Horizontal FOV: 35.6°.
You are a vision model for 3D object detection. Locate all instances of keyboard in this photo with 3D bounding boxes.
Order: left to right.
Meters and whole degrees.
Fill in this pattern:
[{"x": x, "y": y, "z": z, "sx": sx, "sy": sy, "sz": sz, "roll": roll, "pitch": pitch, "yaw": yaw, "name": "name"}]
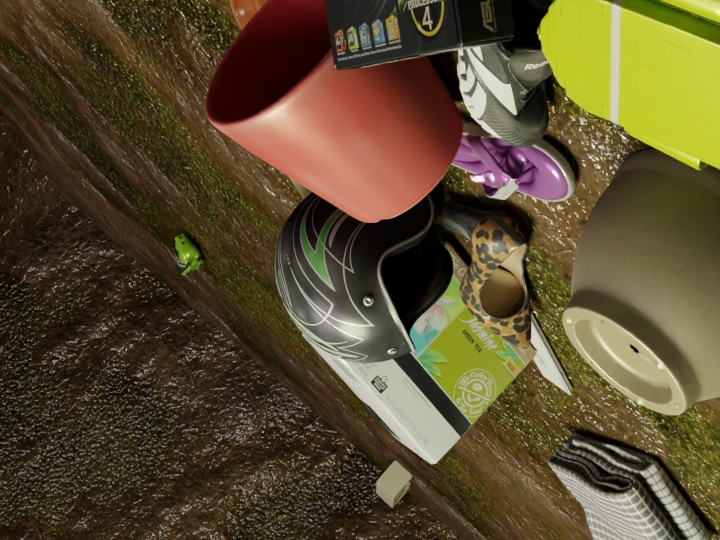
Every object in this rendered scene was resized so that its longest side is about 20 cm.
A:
[{"x": 0.211, "y": 0.083, "z": 1.383, "sx": 0.056, "sy": 0.011, "sz": 0.201, "roll": 28, "pitch": 158, "yaw": 48, "name": "keyboard"}]

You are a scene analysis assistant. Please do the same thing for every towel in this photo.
[{"x": 0.349, "y": 0.308, "z": 1.486, "sx": 0.166, "sy": 0.086, "sz": 0.200, "roll": 50, "pitch": 165, "yaw": -18, "name": "towel"}]

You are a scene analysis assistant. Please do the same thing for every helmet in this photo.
[{"x": 0.000, "y": 0.000, "z": 1.229, "sx": 0.199, "sy": 0.191, "sz": 0.200, "roll": 34, "pitch": 165, "yaw": 11, "name": "helmet"}]

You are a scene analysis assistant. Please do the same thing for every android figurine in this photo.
[{"x": 0.197, "y": -0.134, "z": 0.727, "sx": 0.199, "sy": 0.041, "sz": 0.183, "roll": 30, "pitch": 161, "yaw": 27, "name": "android figurine"}]

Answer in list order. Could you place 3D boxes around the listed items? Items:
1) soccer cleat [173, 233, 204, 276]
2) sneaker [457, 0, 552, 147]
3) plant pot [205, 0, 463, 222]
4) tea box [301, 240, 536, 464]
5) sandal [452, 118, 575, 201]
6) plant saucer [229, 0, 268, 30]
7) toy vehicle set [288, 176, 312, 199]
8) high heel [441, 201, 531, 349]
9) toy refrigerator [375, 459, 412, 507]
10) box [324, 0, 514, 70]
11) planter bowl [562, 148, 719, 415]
[{"x": -0.418, "y": -0.040, "z": 2.697, "sx": 0.082, "sy": 0.067, "sz": 0.200, "roll": 60, "pitch": 166, "yaw": 6, "name": "soccer cleat"}, {"x": 0.116, "y": -0.160, "z": 0.846, "sx": 0.090, "sy": 0.066, "sz": 0.201, "roll": 33, "pitch": 160, "yaw": 44, "name": "sneaker"}, {"x": -0.013, "y": -0.151, "z": 1.015, "sx": 0.177, "sy": 0.201, "sz": 0.200, "roll": 42, "pitch": 169, "yaw": -31, "name": "plant pot"}, {"x": 0.074, "y": 0.091, "z": 1.401, "sx": 0.200, "sy": 0.197, "sz": 0.133, "roll": 48, "pitch": 169, "yaw": -21, "name": "tea box"}, {"x": 0.120, "y": -0.096, "z": 1.048, "sx": 0.202, "sy": 0.050, "sz": 0.083, "roll": 25, "pitch": 157, "yaw": 52, "name": "sandal"}, {"x": -0.058, "y": -0.236, "z": 1.186, "sx": 0.200, "sy": 0.032, "sz": 0.201, "roll": 42, "pitch": 166, "yaw": 12, "name": "plant saucer"}, {"x": -0.059, "y": -0.121, "z": 1.340, "sx": 0.201, "sy": 0.026, "sz": 0.125, "roll": 56, "pitch": -166, "yaw": -40, "name": "toy vehicle set"}, {"x": 0.162, "y": 0.021, "z": 1.209, "sx": 0.201, "sy": 0.071, "sz": 0.142, "roll": 60, "pitch": 167, "yaw": -23, "name": "high heel"}, {"x": 0.090, "y": 0.567, "z": 2.958, "sx": 0.070, "sy": 0.076, "sz": 0.200, "roll": 40, "pitch": 165, "yaw": 14, "name": "toy refrigerator"}, {"x": 0.029, "y": -0.230, "z": 0.784, "sx": 0.199, "sy": 0.049, "sz": 0.164, "roll": 13, "pitch": 112, "yaw": 64, "name": "box"}, {"x": 0.243, "y": 0.025, "z": 0.878, "sx": 0.200, "sy": 0.135, "sz": 0.201, "roll": 40, "pitch": 165, "yaw": 13, "name": "planter bowl"}]
